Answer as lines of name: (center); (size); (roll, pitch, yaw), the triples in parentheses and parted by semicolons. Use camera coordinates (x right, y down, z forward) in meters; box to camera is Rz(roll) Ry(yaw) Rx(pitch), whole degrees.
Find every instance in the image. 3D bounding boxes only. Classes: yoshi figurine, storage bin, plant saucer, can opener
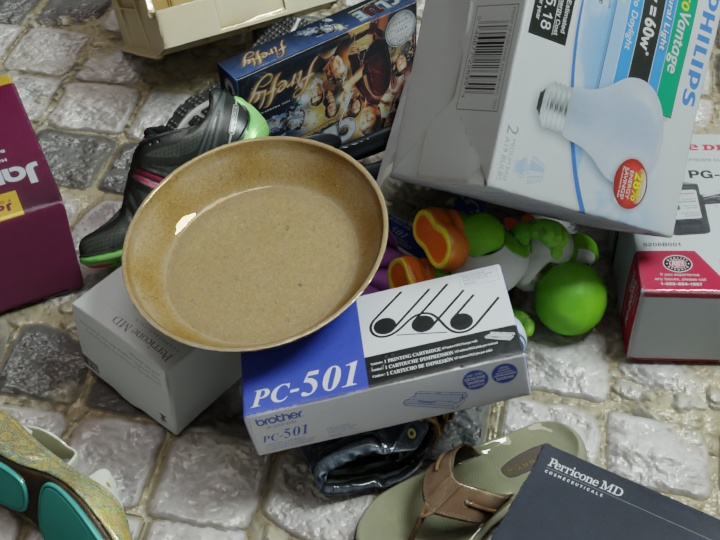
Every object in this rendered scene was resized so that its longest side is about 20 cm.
yoshi figurine: (0.127, 0.008, 1.014); (0.198, 0.114, 0.112); (-1, 1, -37)
storage bin: (-0.146, -0.289, 1.291); (0.197, 0.095, 0.198); (-19, 18, -18)
plant saucer: (-0.075, -0.014, 0.935); (0.197, 0.036, 0.203); (-5, 51, 6)
can opener: (-0.006, -0.096, 1.170); (0.197, 0.064, 0.078); (-14, 1, -30)

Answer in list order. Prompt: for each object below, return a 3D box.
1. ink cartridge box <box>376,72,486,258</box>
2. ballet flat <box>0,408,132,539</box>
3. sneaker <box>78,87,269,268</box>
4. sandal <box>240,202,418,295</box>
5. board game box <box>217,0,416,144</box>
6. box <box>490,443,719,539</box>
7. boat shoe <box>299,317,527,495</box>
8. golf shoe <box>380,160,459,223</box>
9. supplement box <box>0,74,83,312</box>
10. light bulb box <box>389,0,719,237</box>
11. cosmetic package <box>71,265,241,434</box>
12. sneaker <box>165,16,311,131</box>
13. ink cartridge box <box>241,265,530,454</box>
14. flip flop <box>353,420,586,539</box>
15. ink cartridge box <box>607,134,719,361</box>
ink cartridge box: (0.071, -0.099, 1.144); (0.093, 0.044, 0.202); (28, 48, -14)
ballet flat: (-0.216, 0.158, 0.916); (0.198, 0.071, 0.071); (27, 51, 26)
sneaker: (-0.169, -0.078, 1.101); (0.200, 0.077, 0.084); (-42, 91, -3)
sandal: (0.001, -0.007, 1.013); (0.200, 0.050, 0.084); (20, 65, -24)
board game box: (-0.035, -0.165, 1.185); (0.198, 0.137, 0.035); (-28, 50, -24)
box: (0.161, 0.239, 0.789); (0.198, 0.105, 0.183); (22, 50, 22)
boat shoe: (0.046, 0.104, 0.961); (0.197, 0.071, 0.091); (-19, 47, -7)
golf shoe: (0.064, -0.105, 1.070); (0.097, 0.079, 0.199); (48, 37, 14)
supplement box: (-0.335, -0.063, 1.112); (0.129, 0.104, 0.201); (-19, 47, -17)
light bulb box: (0.150, -0.142, 0.963); (0.198, 0.202, 0.124); (10, 3, -35)
cosmetic package: (-0.122, 0.023, 1.034); (0.112, 0.082, 0.200); (29, 51, 25)
sneaker: (-0.107, -0.150, 1.225); (0.200, 0.080, 0.074); (-41, 57, -12)
ink cartridge box: (0.015, 0.063, 0.912); (0.197, 0.045, 0.095); (-14, 41, 3)
flip flop: (0.080, 0.155, 0.910); (0.198, 0.058, 0.081); (-24, 48, -21)
ink cartridge box: (0.287, -0.024, 1.068); (0.143, 0.084, 0.202); (1, 44, 2)
